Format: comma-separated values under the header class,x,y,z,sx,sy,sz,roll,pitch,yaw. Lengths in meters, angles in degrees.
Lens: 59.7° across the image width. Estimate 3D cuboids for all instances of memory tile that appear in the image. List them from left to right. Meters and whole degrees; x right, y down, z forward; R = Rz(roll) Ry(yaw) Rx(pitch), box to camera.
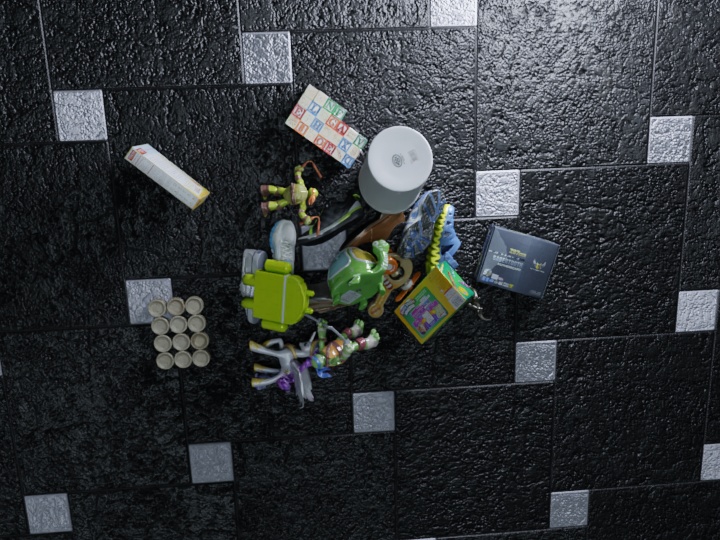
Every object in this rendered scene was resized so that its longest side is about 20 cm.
class,x,y,z,sx,sy,sz,roll,pitch,yaw
memory tile,-0.493,0.170,1.715,0.151,0.017,0.203,-5,103,-3

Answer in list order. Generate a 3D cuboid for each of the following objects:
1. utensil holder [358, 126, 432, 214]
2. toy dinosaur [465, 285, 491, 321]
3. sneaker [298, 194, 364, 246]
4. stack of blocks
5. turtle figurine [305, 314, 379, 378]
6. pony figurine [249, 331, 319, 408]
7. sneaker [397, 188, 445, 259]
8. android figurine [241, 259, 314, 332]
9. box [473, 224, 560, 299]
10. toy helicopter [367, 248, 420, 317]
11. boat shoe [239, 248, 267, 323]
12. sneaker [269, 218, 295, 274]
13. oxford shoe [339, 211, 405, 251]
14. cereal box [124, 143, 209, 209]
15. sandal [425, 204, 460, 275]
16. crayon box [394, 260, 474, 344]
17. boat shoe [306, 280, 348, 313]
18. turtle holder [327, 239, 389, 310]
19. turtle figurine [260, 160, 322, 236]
class,x,y,z,sx,sy,sz,roll,pitch,yaw
utensil holder,0.083,-0.245,1.547,0.167,0.200,0.173,0,83,-4
toy dinosaur,0.289,0.066,1.716,0.198,0.103,0.078,26,107,-19
sneaker,-0.083,-0.136,1.663,0.198,0.072,0.084,-28,79,1
stack of blocks,-0.079,-0.367,1.602,0.199,0.059,0.116,34,98,-11
turtle figurine,-0.049,0.168,1.650,0.192,0.143,0.203,-17,94,-41
pony figurine,-0.194,0.268,1.699,0.197,0.167,0.196,-4,88,1
sneaker,0.157,-0.120,1.656,0.075,0.077,0.202,31,90,-18
android figurine,-0.210,0.066,1.600,0.197,0.041,0.185,7,101,18
box,0.427,-0.024,1.723,0.197,0.051,0.160,16,100,-7
toy helicopter,0.081,0.044,1.713,0.131,0.079,0.202,19,112,-17
boat shoe,-0.290,0.040,1.682,0.064,0.073,0.203,13,102,22
sneaker,-0.196,-0.033,1.643,0.074,0.086,0.203,2,100,-31
oxford shoe,0.034,-0.098,1.668,0.199,0.071,0.072,-35,107,3
cereal box,-0.475,-0.235,1.559,0.199,0.144,0.040,38,99,-11
sandal,0.230,-0.078,1.687,0.086,0.080,0.203,4,111,-8
crayon box,0.192,0.087,1.665,0.119,0.058,0.200,49,125,13
boat shoe,-0.100,0.076,1.703,0.197,0.076,0.072,2,137,-14
turtle holder,-0.011,0.002,1.617,0.139,0.133,0.186,-1,144,-22
turtle figurine,-0.175,-0.181,1.613,0.159,0.064,0.203,-8,82,6
